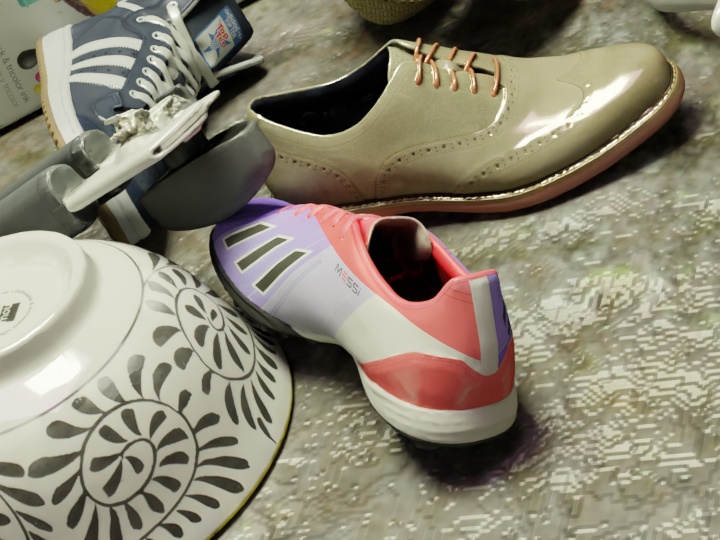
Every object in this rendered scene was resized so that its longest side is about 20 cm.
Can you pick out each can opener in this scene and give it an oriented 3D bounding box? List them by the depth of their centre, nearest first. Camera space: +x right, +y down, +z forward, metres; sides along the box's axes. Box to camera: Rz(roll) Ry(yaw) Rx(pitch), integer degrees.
[{"bbox_3d":[-0.121,-0.028,0.983,0.199,0.067,0.053,-22,20,45],"label":"can opener"}]

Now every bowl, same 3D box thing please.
[{"bbox_3d":[-0.136,0.046,0.925,0.199,0.095,0.201,-16,34,11],"label":"bowl"}]

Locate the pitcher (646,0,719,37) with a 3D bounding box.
[{"bbox_3d":[0.197,-0.145,0.973,0.171,0.121,0.200,-35,19,22],"label":"pitcher"}]

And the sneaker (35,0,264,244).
[{"bbox_3d":[-0.100,-0.090,1.106,0.108,0.070,0.200,-26,31,1],"label":"sneaker"}]

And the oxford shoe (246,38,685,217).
[{"bbox_3d":[0.044,-0.069,0.984,0.199,0.074,0.071,-17,35,11],"label":"oxford shoe"}]

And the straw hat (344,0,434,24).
[{"bbox_3d":[0.017,-0.174,1.126,0.085,0.200,0.202,-56,16,36],"label":"straw hat"}]

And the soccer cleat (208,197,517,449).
[{"bbox_3d":[0.000,0.000,0.906,0.068,0.074,0.200,-12,29,-28],"label":"soccer cleat"}]

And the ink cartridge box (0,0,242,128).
[{"bbox_3d":[-0.184,-0.195,1.230,0.199,0.147,0.146,-29,34,-5],"label":"ink cartridge box"}]
